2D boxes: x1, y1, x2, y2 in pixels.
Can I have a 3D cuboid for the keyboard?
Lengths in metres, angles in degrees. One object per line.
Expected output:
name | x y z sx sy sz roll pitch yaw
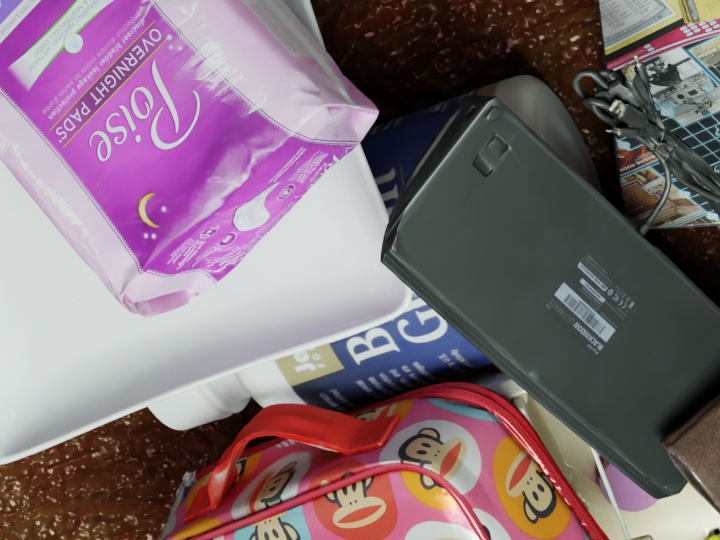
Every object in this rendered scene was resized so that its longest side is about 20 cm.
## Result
keyboard | 0.100 -0.005 1.172 0.200 0.021 0.127 41 85 -35

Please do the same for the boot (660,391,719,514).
boot | 0.234 0.069 1.231 0.200 0.072 0.166 41 90 -27

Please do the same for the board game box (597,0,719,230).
board game box | 0.201 -0.089 1.214 0.200 0.035 0.136 -4 117 10

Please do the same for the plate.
plate | -0.093 -0.045 1.202 0.200 0.032 0.200 -21 83 18

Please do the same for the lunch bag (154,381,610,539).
lunch bag | 0.004 0.129 1.239 0.200 0.082 0.176 -21 112 40

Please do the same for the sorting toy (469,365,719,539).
sorting toy | 0.164 0.087 1.284 0.180 0.107 0.200 -20 113 9

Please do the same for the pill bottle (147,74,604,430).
pill bottle | 0.000 0.000 1.246 0.200 0.111 0.111 -19 114 17

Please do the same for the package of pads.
package of pads | -0.102 -0.092 1.149 0.121 0.076 0.200 -44 76 16
